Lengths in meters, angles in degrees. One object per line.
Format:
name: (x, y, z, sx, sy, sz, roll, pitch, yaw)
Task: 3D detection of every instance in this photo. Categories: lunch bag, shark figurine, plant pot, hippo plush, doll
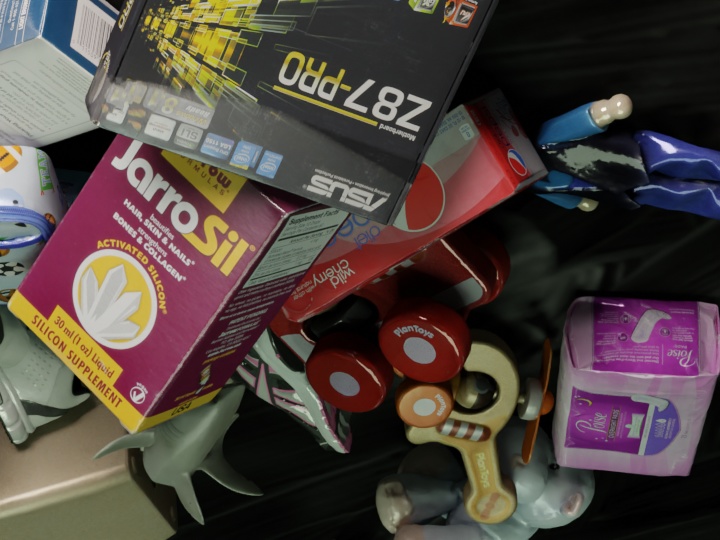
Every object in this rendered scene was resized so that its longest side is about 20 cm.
lunch bag: (-0.299, -0.030, 1.273, 0.200, 0.076, 0.160, -4, 160, 0)
shark figurine: (-0.137, 0.165, 1.521, 0.128, 0.090, 0.214, -28, 165, -10)
plant pot: (-0.262, 0.159, 1.615, 0.177, 0.200, 0.200, -11, 148, 9)
hippo plush: (0.128, 0.219, 1.663, 0.200, 0.159, 0.161, 40, 128, -17)
doll: (0.169, -0.072, 1.255, 0.200, 0.048, 0.136, 10, 152, 6)

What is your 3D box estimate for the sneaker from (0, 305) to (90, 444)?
sneaker: (-0.268, 0.052, 1.461, 0.080, 0.074, 0.200, -24, 145, -10)

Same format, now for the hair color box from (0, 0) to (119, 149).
hair color box: (-0.244, -0.125, 1.228, 0.200, 0.061, 0.100, -15, 146, 32)

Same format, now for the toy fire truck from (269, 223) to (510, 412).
toy fire truck: (0.000, 0.000, 1.378, 0.200, 0.112, 0.168, -25, 114, 42)

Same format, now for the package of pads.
package of pads: (0.218, 0.096, 1.513, 0.120, 0.076, 0.200, 3, 150, 4)

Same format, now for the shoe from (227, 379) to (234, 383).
shoe: (-0.141, 0.079, 1.574, 0.070, 0.053, 0.200, 0, 150, 11)

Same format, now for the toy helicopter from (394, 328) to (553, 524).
toy helicopter: (0.104, 0.129, 1.549, 0.132, 0.079, 0.200, -12, 125, 3)

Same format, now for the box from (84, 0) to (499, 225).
box: (-0.040, -0.132, 1.103, 0.200, 0.049, 0.161, 19, 109, -21)

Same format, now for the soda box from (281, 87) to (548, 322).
soda box: (0.021, -0.041, 1.250, 0.200, 0.070, 0.063, -31, 179, 31)

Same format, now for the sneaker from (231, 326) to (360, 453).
sneaker: (-0.064, 0.078, 1.553, 0.086, 0.080, 0.200, 0, 141, 28)

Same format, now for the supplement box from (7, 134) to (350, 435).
supplement box: (-0.116, -0.012, 1.232, 0.200, 0.131, 0.103, -54, 164, 25)

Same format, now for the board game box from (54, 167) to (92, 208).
board game box: (-0.274, -0.026, 1.422, 0.200, 0.047, 0.151, 7, 151, -1)
